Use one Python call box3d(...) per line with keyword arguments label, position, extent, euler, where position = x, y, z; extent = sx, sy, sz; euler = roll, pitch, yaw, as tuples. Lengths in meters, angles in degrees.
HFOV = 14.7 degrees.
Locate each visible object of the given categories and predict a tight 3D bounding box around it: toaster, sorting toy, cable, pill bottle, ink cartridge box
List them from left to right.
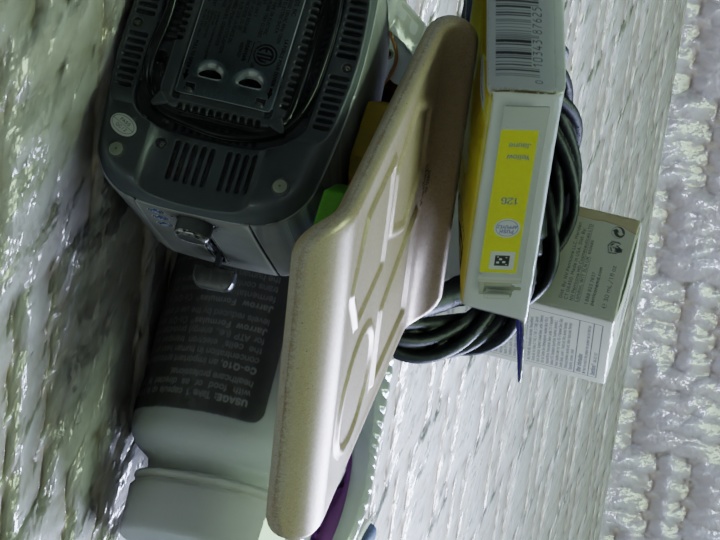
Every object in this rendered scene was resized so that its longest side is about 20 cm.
box3d(label="toaster", position=(-0.048, -0.093, 1.319), extent=(0.129, 0.113, 0.201), euler=(78, 26, -70))
box3d(label="pill bottle", position=(-0.052, 0.051, 1.429), extent=(0.114, 0.113, 0.201), euler=(63, 40, -71))
box3d(label="sorting toy", position=(0.000, 0.000, 1.306), extent=(0.200, 0.036, 0.186), euler=(-58, 160, -50))
box3d(label="cable", position=(0.067, -0.043, 1.580), extent=(0.200, 0.051, 0.163), euler=(-51, 124, -16))
box3d(label="ink cartridge box", position=(0.071, -0.082, 1.416), extent=(0.198, 0.047, 0.200), euler=(-90, -174, -45))

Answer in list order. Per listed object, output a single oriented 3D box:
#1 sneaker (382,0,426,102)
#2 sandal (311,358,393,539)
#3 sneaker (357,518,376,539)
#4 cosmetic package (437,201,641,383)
box3d(label="sneaker", position=(0.001, -0.156, 1.548), extent=(0.200, 0.084, 0.073), euler=(83, 24, -54))
box3d(label="sandal", position=(-0.023, 0.111, 1.509), extent=(0.203, 0.050, 0.083), euler=(-77, -172, -58))
box3d(label="sneaker", position=(0.008, 0.277, 1.999), extent=(0.075, 0.084, 0.201), euler=(-42, 142, -70))
box3d(label="cosmetic package", position=(0.064, -0.003, 1.694), extent=(0.104, 0.199, 0.073), euler=(90, 17, -66))
